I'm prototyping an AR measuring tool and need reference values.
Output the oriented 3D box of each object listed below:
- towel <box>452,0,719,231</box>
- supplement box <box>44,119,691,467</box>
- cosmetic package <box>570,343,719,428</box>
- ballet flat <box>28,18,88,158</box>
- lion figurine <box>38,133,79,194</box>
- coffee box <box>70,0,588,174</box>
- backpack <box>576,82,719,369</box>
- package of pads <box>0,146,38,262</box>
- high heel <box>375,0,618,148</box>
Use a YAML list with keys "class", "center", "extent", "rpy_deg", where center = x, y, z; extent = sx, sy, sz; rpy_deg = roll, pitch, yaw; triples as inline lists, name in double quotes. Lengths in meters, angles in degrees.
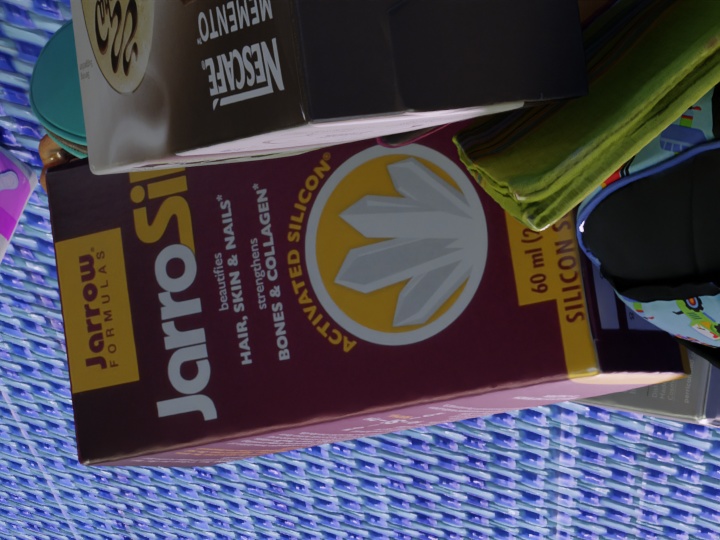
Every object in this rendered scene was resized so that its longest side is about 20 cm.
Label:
- class: "towel"
  center: [0.066, -0.051, 0.722]
  extent: [0.018, 0.086, 0.200]
  rpy_deg: [47, -177, -6]
- class: "supplement box"
  center: [0.000, 0.000, 0.900]
  extent: [0.200, 0.110, 0.086]
  rpy_deg: [-12, 171, 27]
- class: "cosmetic package"
  center: [0.059, 0.005, 0.977]
  extent: [0.200, 0.090, 0.107]
  rpy_deg: [5, 178, 30]
- class: "ballet flat"
  center: [-0.049, -0.071, 0.961]
  extent: [0.070, 0.067, 0.200]
  rpy_deg: [14, 167, -32]
- class: "lion figurine"
  center: [-0.083, -0.018, 1.132]
  extent: [0.122, 0.072, 0.200]
  rpy_deg: [10, 144, 51]
- class: "coffee box"
  center: [-0.019, -0.091, 0.737]
  extent: [0.080, 0.113, 0.200]
  rpy_deg: [-7, -178, -21]
- class: "backpack"
  center: [0.171, -0.028, 0.762]
  extent: [0.183, 0.135, 0.200]
  rpy_deg: [29, 157, -21]
- class: "package of pads"
  center: [-0.241, -0.023, 1.116]
  extent: [0.068, 0.155, 0.200]
  rpy_deg: [5, 154, 40]
- class: "high heel"
  center: [0.075, -0.089, 0.749]
  extent: [0.067, 0.096, 0.200]
  rpy_deg: [23, 162, -28]
